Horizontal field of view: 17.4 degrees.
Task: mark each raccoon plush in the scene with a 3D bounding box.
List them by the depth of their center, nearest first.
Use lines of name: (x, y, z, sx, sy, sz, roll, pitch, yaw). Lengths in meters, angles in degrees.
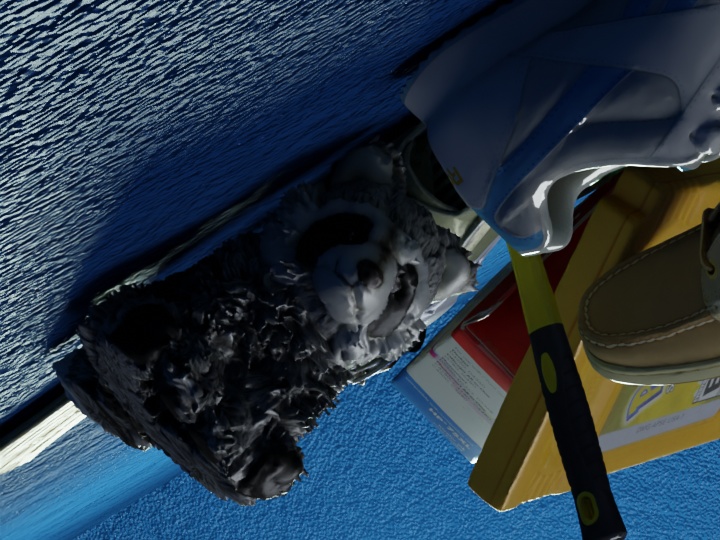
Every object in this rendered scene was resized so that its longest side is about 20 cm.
raccoon plush: (-0.048, 0.006, 0.943, 0.134, 0.097, 0.200, -43, -151, -17)

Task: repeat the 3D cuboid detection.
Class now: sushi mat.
sushi mat: (-0.148, 0.070, 1.217, 0.200, 0.012, 0.096, -35, 173, 39)

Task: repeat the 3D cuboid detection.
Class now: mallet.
mallet: (0.068, 0.021, 0.981, 0.066, 0.200, 0.041, -20, 160, 36)

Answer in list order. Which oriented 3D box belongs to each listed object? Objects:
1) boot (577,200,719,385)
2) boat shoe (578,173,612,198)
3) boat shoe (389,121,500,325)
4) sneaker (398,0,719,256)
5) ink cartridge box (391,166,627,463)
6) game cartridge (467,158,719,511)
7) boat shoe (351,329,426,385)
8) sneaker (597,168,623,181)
boot: (0.153, -0.037, 0.942, 0.200, 0.155, 0.073, -20, -136, 24)
boat shoe: (0.051, -0.026, 1.142, 0.200, 0.063, 0.073, -32, 175, -2)
boat shoe: (0.030, -0.035, 0.954, 0.200, 0.072, 0.062, -42, 156, 23)
sneaker: (0.114, -0.082, 0.789, 0.200, 0.081, 0.077, -34, 174, 20)
ink cartridge box: (0.097, 0.025, 1.199, 0.116, 0.067, 0.200, -44, 180, -17)
game cartridge: (0.149, 0.023, 1.121, 0.200, 0.032, 0.176, -13, 132, -51)
boat shoe: (0.001, 0.019, 1.258, 0.072, 0.072, 0.200, -32, 176, 14)
sneaker: (0.174, -0.044, 1.221, 0.200, 0.084, 0.074, 9, 174, 12)
